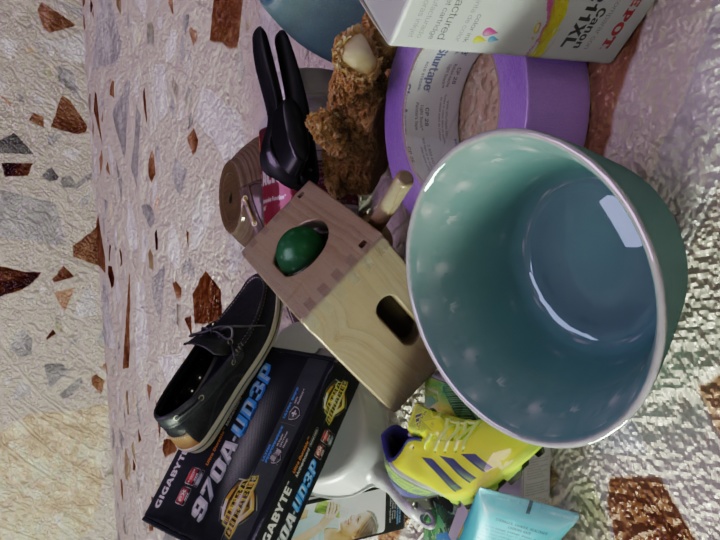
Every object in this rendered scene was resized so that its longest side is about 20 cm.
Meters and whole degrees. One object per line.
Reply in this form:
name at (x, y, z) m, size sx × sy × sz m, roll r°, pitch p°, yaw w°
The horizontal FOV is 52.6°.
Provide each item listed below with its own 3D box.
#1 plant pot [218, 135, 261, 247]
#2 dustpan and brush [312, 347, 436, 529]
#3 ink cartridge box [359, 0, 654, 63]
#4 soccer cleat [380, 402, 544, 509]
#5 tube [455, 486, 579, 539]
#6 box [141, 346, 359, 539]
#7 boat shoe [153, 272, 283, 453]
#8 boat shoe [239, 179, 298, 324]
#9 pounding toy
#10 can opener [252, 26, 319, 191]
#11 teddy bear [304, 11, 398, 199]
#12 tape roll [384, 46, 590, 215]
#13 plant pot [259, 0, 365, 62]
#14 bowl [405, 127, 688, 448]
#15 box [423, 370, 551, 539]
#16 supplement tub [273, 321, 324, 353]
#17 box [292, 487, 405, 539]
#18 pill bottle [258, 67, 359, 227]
plant pot at (-0.141, -0.104, 1.024) m, size 0.200 × 0.091 × 0.205 m, roll 7°, pitch 98°, yaw 60°
dustpan and brush at (-0.004, 0.187, 0.728) m, size 0.199 × 0.057 × 0.141 m, roll 33°, pitch 85°, yaw 40°
ink cartridge box at (0.109, -0.215, 0.442) m, size 0.084 × 0.197 × 0.147 m, roll 64°, pitch 144°, yaw 30°
soccer cleat at (0.073, 0.146, 0.599) m, size 0.085 × 0.064 × 0.200 m, roll 61°, pitch 148°, yaw 7°
tube at (0.096, 0.241, 0.579) m, size 0.051 × 0.076 × 0.202 m, roll -87°, pitch 12°, yaw -51°
box at (-0.105, 0.173, 0.705) m, size 0.157 × 0.046 × 0.202 m, roll 3°, pitch 58°, yaw 42°
boat shoe at (-0.139, 0.080, 0.731) m, size 0.074 × 0.062 × 0.202 m, roll 3°, pitch 57°, yaw 44°
boat shoe at (-0.103, -0.019, 0.938) m, size 0.072 × 0.058 × 0.204 m, roll -71°, pitch -32°, yaw -72°
pounding toy at (0.000, 0.000, 0.677) m, size 0.142 × 0.200 × 0.184 m, roll -45°, pitch 37°, yaw -4°
can opener at (-0.076, -0.173, 0.763) m, size 0.078 × 0.062 × 0.203 m, roll -40°, pitch 51°, yaw 43°
teddy bear at (-0.004, -0.164, 0.714) m, size 0.147 × 0.066 × 0.201 m, roll -63°, pitch -14°, yaw -20°
tape roll at (0.096, -0.132, 0.611) m, size 0.199 × 0.065 × 0.205 m, roll 8°, pitch 99°, yaw 60°
plant pot at (-0.035, -0.317, 0.763) m, size 0.199 × 0.132 × 0.205 m, roll 10°, pitch 101°, yaw 60°
bowl at (0.133, 0.002, 0.489) m, size 0.199 × 0.104 × 0.205 m, roll 22°, pitch 120°, yaw 45°
box at (0.108, 0.204, 0.651) m, size 0.144 × 0.036 × 0.205 m, roll 10°, pitch 100°, yaw 61°
supplement tub at (-0.091, 0.158, 0.901) m, size 0.200 × 0.143 × 0.147 m, roll -47°, pitch 53°, yaw 53°
box at (-0.061, 0.252, 0.798) m, size 0.116 × 0.196 × 0.061 m, roll 15°, pitch 105°, yaw 61°
pill bottle at (-0.061, -0.122, 0.849) m, size 0.114 × 0.112 × 0.205 m, roll -6°, pitch 87°, yaw 61°
